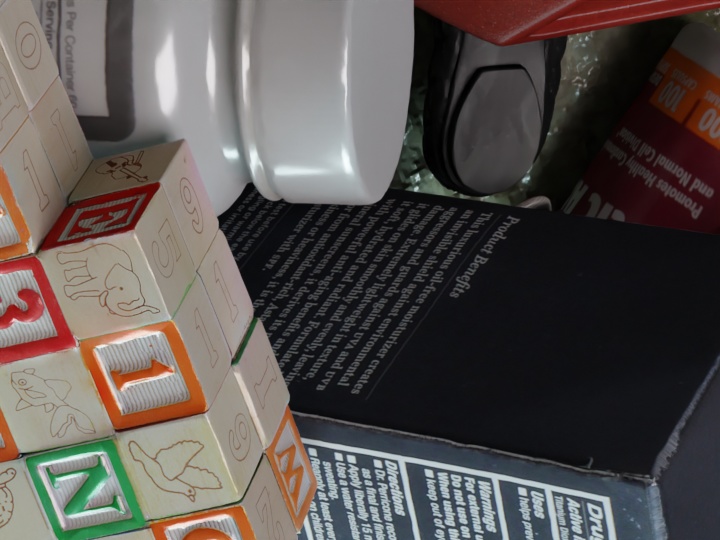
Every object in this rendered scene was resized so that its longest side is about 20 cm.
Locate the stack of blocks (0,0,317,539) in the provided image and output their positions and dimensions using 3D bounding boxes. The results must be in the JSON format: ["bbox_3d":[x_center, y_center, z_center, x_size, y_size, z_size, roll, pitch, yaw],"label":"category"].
[{"bbox_3d":[-0.101,0.001,0.780,0.115,0.059,0.200,-13,112,18],"label":"stack of blocks"}]

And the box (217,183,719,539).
[{"bbox_3d":[0.040,0.089,0.904,0.123,0.198,0.200,-51,140,-41],"label":"box"}]

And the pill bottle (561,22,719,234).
[{"bbox_3d":[0.121,0.013,1.114,0.114,0.114,0.200,27,100,-43],"label":"pill bottle"}]

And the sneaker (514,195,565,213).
[{"bbox_3d":[0.000,-0.001,1.009,0.146,0.077,0.202,-23,139,13],"label":"sneaker"}]

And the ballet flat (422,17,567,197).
[{"bbox_3d":[0.055,-0.124,1.034,0.066,0.057,0.200,8,107,-24],"label":"ballet flat"}]

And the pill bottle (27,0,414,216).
[{"bbox_3d":[-0.090,-0.071,0.841,0.200,0.114,0.114,3,125,11],"label":"pill bottle"}]

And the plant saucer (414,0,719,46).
[{"bbox_3d":[0.142,-0.126,0.936,0.199,0.200,0.037,-14,81,-39],"label":"plant saucer"}]
